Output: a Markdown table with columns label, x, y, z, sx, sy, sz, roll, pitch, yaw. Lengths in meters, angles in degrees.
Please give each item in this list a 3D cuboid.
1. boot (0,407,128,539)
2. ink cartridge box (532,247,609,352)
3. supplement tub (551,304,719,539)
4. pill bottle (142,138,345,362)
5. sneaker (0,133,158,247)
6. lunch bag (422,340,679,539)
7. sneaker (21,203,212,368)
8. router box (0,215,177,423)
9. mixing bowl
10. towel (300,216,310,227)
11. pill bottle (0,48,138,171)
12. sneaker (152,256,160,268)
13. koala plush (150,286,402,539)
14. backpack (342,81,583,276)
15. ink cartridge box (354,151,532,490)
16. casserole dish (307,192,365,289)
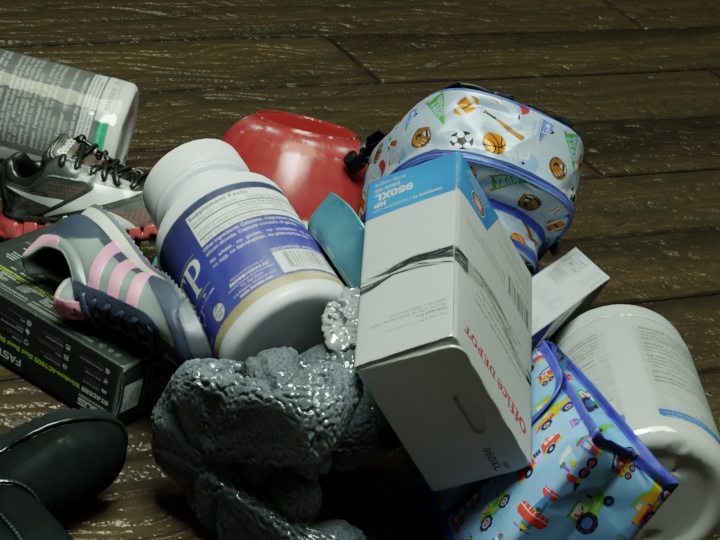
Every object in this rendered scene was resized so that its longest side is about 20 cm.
| label | x | y | z | sx | sy | sz | roll | pitch | yaw |
| --- | --- | --- | --- | --- | --- | --- | --- | --- | --- |
| boot | -0.222 | 0.179 | 1.493 | 0.197 | 0.074 | 0.162 | -13 | 35 | -30 |
| ink cartridge box | 0.129 | 0.055 | 1.784 | 0.044 | 0.094 | 0.200 | 42 | 34 | 13 |
| supplement tub | 0.221 | 0.130 | 1.732 | 0.131 | 0.133 | 0.200 | 10 | 28 | -7 |
| pill bottle | -0.096 | -0.007 | 1.715 | 0.119 | 0.120 | 0.201 | -5 | 45 | -33 |
| sneaker | -0.230 | -0.071 | 1.874 | 0.198 | 0.099 | 0.071 | -1 | 22 | 16 |
| lunch bag | 0.129 | 0.151 | 1.624 | 0.094 | 0.151 | 0.200 | 34 | 11 | -27 |
| sneaker | -0.191 | 0.029 | 1.678 | 0.082 | 0.071 | 0.200 | -28 | 46 | -23 |
| router box | -0.224 | 0.039 | 1.764 | 0.199 | 0.063 | 0.149 | 29 | 31 | 26 |
| mixing bowl | -0.062 | -0.082 | 1.966 | 0.198 | 0.109 | 0.200 | 12 | 12 | -3 |
| towel | -0.009 | 0.035 | 1.819 | 0.143 | 0.023 | 0.201 | 13 | 45 | -32 |
| pill bottle | -0.316 | -0.144 | 2.008 | 0.198 | 0.114 | 0.113 | 15 | 27 | -1 |
| sneaker | -0.085 | 0.025 | 1.849 | 0.198 | 0.078 | 0.091 | 10 | 31 | -4 |
| koala plush | -0.035 | 0.109 | 1.604 | 0.183 | 0.179 | 0.200 | 17 | 33 | 34 |
| backpack | 0.097 | -0.067 | 1.830 | 0.198 | 0.191 | 0.155 | 13 | 57 | -12 |
| ink cartridge box | 0.064 | 0.037 | 1.580 | 0.084 | 0.145 | 0.201 | -18 | 39 | 19 |
| casserole dish | 0.000 | 0.000 | 1.736 | 0.039 | 0.122 | 0.200 | -32 | 10 | -2 |
